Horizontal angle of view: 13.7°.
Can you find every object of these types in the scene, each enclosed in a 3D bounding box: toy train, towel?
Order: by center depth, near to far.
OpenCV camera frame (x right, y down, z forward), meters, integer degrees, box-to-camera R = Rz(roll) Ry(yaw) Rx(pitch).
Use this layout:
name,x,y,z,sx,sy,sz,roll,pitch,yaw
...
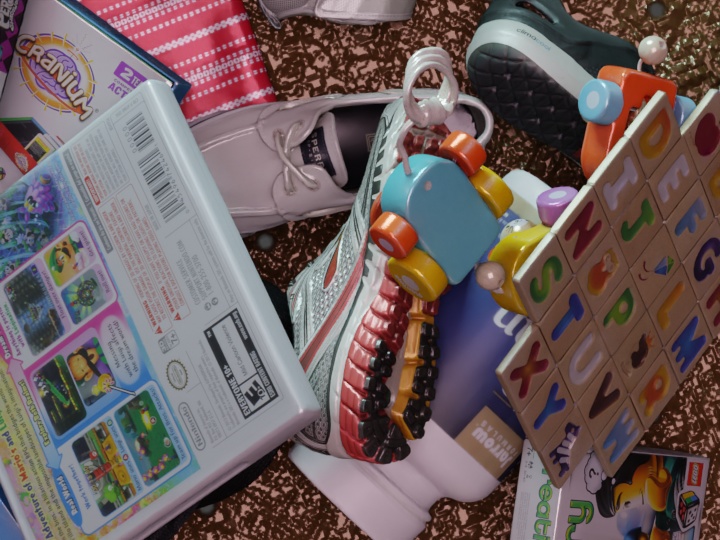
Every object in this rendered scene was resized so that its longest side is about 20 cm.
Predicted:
name,x,y,z,sx,sy,sz,roll,pitch,yaw
toy train,0.077,-0.052,1.507,0.200,0.056,0.151,4,98,-40
towel,-0.124,-0.102,1.652,0.144,0.022,0.200,-20,89,-1

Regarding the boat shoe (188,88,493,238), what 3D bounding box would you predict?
name,x,y,z,sx,sy,sz,roll,pitch,yaw
boat shoe,-0.024,-0.060,1.613,0.200,0.066,0.072,-7,86,-11

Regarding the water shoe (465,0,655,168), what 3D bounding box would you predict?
name,x,y,z,sx,sy,sz,roll,pitch,yaw
water shoe,0.149,-0.085,1.625,0.200,0.071,0.079,39,52,-18

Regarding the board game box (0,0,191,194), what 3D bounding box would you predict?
name,x,y,z,sx,sy,sz,roll,pitch,yaw
board game box,-0.210,-0.063,1.624,0.153,0.040,0.200,37,96,5

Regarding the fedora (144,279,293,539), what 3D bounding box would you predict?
name,x,y,z,sx,sy,sz,roll,pitch,yaw
fedora,-0.095,0.062,1.598,0.091,0.200,0.201,9,89,-41

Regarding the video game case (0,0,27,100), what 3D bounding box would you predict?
name,x,y,z,sx,sy,sz,roll,pitch,yaw
video game case,-0.263,-0.169,1.600,0.200,0.036,0.182,13,86,28

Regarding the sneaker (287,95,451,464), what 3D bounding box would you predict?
name,x,y,z,sx,sy,sz,roll,pitch,yaw
sneaker,0.000,0.000,1.547,0.082,0.078,0.200,1,65,35

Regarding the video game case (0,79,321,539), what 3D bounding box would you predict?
name,x,y,z,sx,sy,sz,roll,pitch,yaw
video game case,-0.129,0.034,1.530,0.182,0.024,0.200,-36,68,25

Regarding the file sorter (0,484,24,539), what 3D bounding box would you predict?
name,x,y,z,sx,sy,sz,roll,pitch,yaw
file sorter,-0.283,0.130,1.578,0.139,0.123,0.200,-34,90,19

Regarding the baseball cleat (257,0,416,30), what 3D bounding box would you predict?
name,x,y,z,sx,sy,sz,roll,pitch,yaw
baseball cleat,0.028,-0.199,1.638,0.200,0.070,0.107,-28,96,9

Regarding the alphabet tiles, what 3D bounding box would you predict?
name,x,y,z,sx,sy,sz,roll,pitch,yaw
alphabet tiles,0.142,0.009,1.539,0.006,0.167,0.200,20,62,38

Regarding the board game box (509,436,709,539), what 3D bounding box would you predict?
name,x,y,z,sx,sy,sz,roll,pitch,yaw
board game box,0.125,0.193,1.605,0.035,0.126,0.200,7,90,44

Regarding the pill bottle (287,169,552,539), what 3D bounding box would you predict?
name,x,y,z,sx,sy,sz,roll,pitch,yaw
pill bottle,0.057,0.053,1.606,0.111,0.111,0.200,42,90,0
